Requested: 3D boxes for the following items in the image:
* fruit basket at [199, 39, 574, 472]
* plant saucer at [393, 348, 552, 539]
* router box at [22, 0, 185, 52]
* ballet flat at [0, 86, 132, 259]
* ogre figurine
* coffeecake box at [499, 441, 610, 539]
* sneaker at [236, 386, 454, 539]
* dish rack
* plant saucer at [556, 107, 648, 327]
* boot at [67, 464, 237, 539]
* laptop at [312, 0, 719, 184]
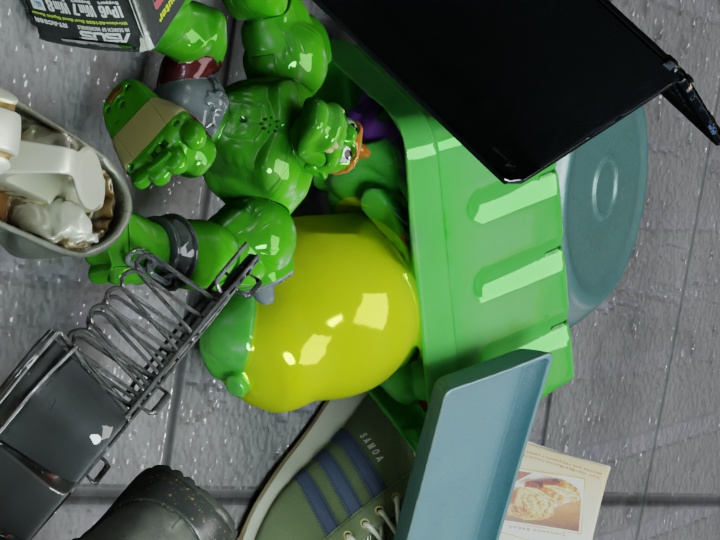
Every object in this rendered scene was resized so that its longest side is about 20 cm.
[{"bbox_3d":[0.000,0.000,1.496,0.215,0.156,0.216,-10,119,-19],"label":"fruit basket"},{"bbox_3d":[0.046,0.121,1.512,0.070,0.019,0.200,-18,137,-34],"label":"plant saucer"},{"bbox_3d":[-0.093,-0.215,1.274,0.200,0.062,0.150,-61,147,-37],"label":"router box"},{"bbox_3d":[-0.152,-0.053,1.196,0.200,0.064,0.068,33,63,-63],"label":"ballet flat"},{"bbox_3d":[-0.063,-0.073,1.353,0.120,0.098,0.200,34,40,-47],"label":"ogre figurine"},{"bbox_3d":[0.072,0.217,1.666,0.154,0.073,0.200,105,1,-61],"label":"coffeecake box"},{"bbox_3d":[0.004,0.127,1.553,0.200,0.090,0.067,-58,147,-41],"label":"sneaker"},{"bbox_3d":[-0.119,0.060,1.239,0.153,0.055,0.200,-48,-178,31],"label":"dish rack"},{"bbox_3d":[0.138,-0.053,1.849,0.200,0.036,0.201,-31,125,-58],"label":"plant saucer"},{"bbox_3d":[-0.135,0.167,1.223,0.131,0.068,0.200,-49,178,-42],"label":"boot"},{"bbox_3d":[0.071,-0.111,1.472,0.103,0.177,0.200,-45,161,2],"label":"laptop"}]
